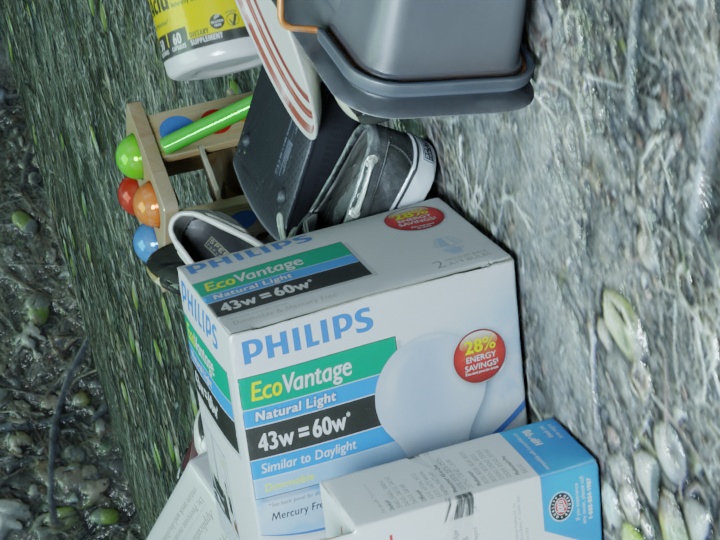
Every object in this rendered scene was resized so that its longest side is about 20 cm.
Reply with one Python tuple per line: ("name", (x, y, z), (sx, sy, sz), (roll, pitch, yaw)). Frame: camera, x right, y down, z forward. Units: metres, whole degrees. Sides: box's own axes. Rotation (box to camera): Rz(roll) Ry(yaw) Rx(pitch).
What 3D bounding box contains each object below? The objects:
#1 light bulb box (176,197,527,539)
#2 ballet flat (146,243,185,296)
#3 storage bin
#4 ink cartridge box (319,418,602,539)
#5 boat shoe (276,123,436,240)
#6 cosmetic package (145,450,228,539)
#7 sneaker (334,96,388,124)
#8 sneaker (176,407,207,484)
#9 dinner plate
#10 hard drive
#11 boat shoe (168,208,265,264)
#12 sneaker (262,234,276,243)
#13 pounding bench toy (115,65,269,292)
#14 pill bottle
("light bulb box", (-0.001, 0.083, 1.218), (0.125, 0.197, 0.201), (-137, 35, -60))
("ballet flat", (-0.090, 0.016, 1.540), (0.057, 0.199, 0.067), (77, -148, -46))
("storage bin", (0.018, -0.198, 1.057), (0.200, 0.145, 0.135), (-121, 33, -47))
("ink cartridge box", (0.045, 0.175, 1.127), (0.067, 0.199, 0.116), (-133, 33, -61))
("boat shoe", (-0.023, -0.013, 1.284), (0.200, 0.068, 0.074), (-56, 38, 24))
("cosmetic package", (-0.036, 0.232, 1.377), (0.200, 0.166, 0.168), (54, 140, 19))
("sneaker", (-0.005, -0.195, 1.263), (0.093, 0.070, 0.201), (141, 117, -81))
("sneaker", (-0.104, 0.123, 1.496), (0.116, 0.075, 0.200), (-63, -3, 33))
("dinner plate", (-0.064, -0.188, 1.296), (0.201, 0.024, 0.200), (63, 171, 18))
("hard drive", (-0.050, -0.106, 1.435), (0.200, 0.042, 0.136), (-125, 50, -66))
("boat shoe", (-0.072, 0.017, 1.462), (0.200, 0.072, 0.066), (44, -174, 16))
("sneaker", (-0.091, 0.058, 1.615), (0.099, 0.069, 0.201), (149, 141, -72))
("pounding bench toy", (-0.130, -0.098, 1.606), (0.200, 0.155, 0.125), (100, 153, -54))
("pill bottle", (-0.131, -0.268, 1.552), (0.111, 0.111, 0.201), (164, 92, -75))
